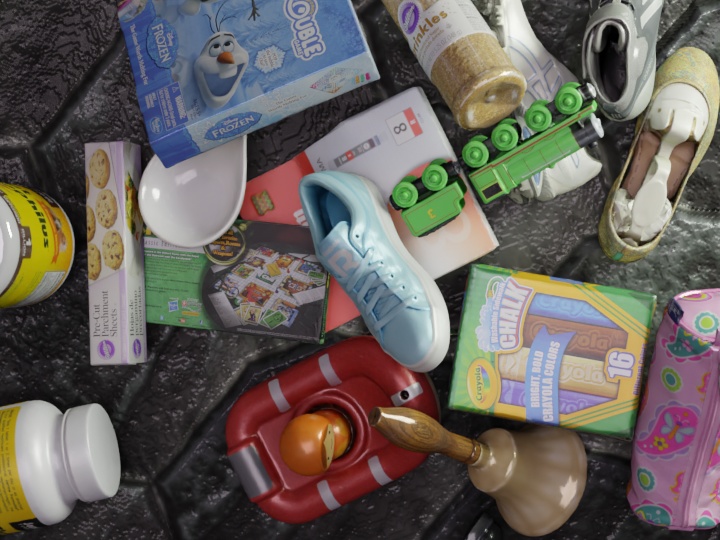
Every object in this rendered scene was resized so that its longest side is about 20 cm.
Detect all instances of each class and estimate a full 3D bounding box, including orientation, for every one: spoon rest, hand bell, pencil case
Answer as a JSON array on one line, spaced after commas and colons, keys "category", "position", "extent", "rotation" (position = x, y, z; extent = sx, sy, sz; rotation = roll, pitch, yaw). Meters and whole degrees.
[{"category": "spoon rest", "position": [-0.124, -0.113, 1.180], "extent": [0.099, 0.061, 0.201], "rotation": [29, 82, 18]}, {"category": "hand bell", "position": [0.086, 0.147, 1.105], "extent": [0.200, 0.104, 0.104], "rotation": [25, 94, -37]}, {"category": "pencil case", "position": [0.268, 0.113, 1.065], "extent": [0.087, 0.088, 0.201], "rotation": [9, 120, 5]}]

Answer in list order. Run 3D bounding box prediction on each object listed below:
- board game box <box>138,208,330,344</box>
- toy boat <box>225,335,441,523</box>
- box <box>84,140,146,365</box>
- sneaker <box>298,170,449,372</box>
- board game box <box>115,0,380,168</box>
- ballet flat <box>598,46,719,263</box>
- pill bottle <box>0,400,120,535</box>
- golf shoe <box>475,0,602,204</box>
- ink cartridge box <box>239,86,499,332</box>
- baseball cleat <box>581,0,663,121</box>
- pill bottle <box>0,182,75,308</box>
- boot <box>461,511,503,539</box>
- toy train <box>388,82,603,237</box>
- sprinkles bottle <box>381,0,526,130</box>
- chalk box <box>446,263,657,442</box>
[{"category": "board game box", "position": [-0.124, 0.004, 1.203], "extent": [0.199, 0.023, 0.105], "rotation": [7, 92, 14]}, {"category": "toy boat", "position": [-0.030, 0.141, 1.145], "extent": [0.199, 0.131, 0.131], "rotation": [-29, 88, 15]}, {"category": "box", "position": [-0.219, -0.016, 1.197], "extent": [0.041, 0.039, 0.201], "rotation": [-2, 88, 16]}, {"category": "sneaker", "position": [0.000, 0.000, 1.110], "extent": [0.074, 0.082, 0.200], "rotation": [-48, 57, 28]}, {"category": "board game box", "position": [-0.105, -0.211, 1.156], "extent": [0.198, 0.043, 0.201], "rotation": [-22, 57, 4]}, {"category": "ballet flat", "position": [0.263, -0.100, 1.157], "extent": [0.070, 0.071, 0.201], "rotation": [23, 92, 5]}, {"category": "pill bottle", "position": [-0.324, 0.180, 1.194], "extent": [0.199, 0.112, 0.113], "rotation": [-12, 89, 6]}, {"category": "golf shoe", "position": [0.155, -0.163, 1.174], "extent": [0.097, 0.078, 0.201], "rotation": [-13, 95, -11]}, {"category": "ink cartridge box", "position": [0.000, -0.049, 1.192], "extent": [0.199, 0.050, 0.163], "rotation": [-27, 88, 2]}, {"category": "baseball cleat", "position": [0.225, -0.231, 1.134], "extent": [0.069, 0.106, 0.201], "rotation": [-3, 85, 20]}, {"category": "pill bottle", "position": [-0.314, -0.021, 1.147], "extent": [0.109, 0.200, 0.110], "rotation": [0, 91, 6]}, {"category": "boot", "position": [0.154, 0.324, 1.165], "extent": [0.199, 0.066, 0.165], "rotation": [29, 110, 10]}, {"category": "toy train", "position": [0.115, -0.091, 1.120], "extent": [0.199, 0.042, 0.057], "rotation": [-29, 97, 20]}, {"category": "sprinkles bottle", "position": [0.067, -0.213, 1.135], "extent": [0.068, 0.068, 0.200], "rotation": [-32, 61, 5]}, {"category": "chalk box", "position": [0.139, 0.061, 1.142], "extent": [0.199, 0.125, 0.125], "rotation": [11, 92, 4]}]
